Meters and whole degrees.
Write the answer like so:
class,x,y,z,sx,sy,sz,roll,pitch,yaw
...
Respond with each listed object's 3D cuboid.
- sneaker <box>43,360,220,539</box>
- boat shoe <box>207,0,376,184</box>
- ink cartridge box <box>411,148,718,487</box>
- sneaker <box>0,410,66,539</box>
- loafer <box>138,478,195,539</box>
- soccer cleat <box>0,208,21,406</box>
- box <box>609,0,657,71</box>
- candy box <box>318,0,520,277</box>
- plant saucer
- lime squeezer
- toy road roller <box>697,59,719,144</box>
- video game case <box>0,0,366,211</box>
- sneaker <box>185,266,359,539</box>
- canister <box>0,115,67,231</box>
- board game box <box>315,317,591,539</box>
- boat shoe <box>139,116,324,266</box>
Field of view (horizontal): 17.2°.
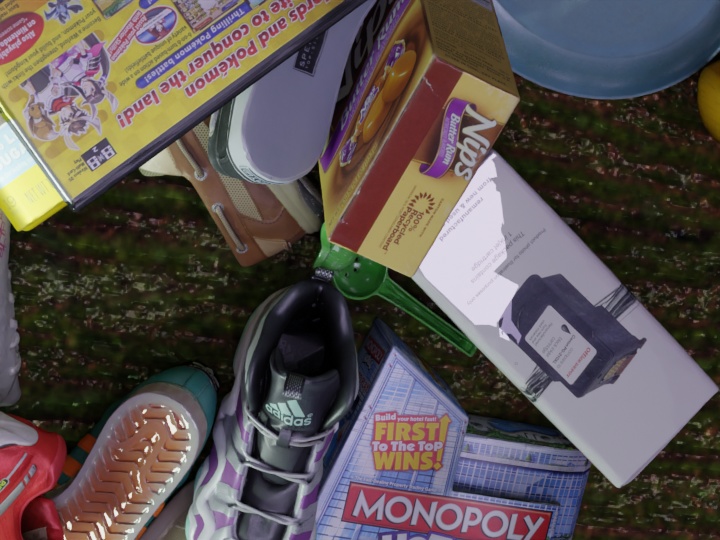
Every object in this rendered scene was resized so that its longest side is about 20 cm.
class,x,y,z,sx,sy,sz,roll,pitch,yaw
sneaker,-0.146,0.130,1.388,0.071,0.080,0.200,44,116,-1
boat shoe,-0.031,-0.142,1.285,0.073,0.068,0.200,18,85,-32
ink cartridge box,0.095,0.012,1.359,0.084,0.145,0.200,-44,109,3
sneaker,-0.211,0.157,1.333,0.084,0.077,0.200,14,135,-10
loafer,-0.124,0.212,1.403,0.076,0.068,0.200,31,98,-41
soccer cleat,-0.224,0.030,1.349,0.086,0.070,0.201,16,106,-26
box,0.220,-0.225,1.370,0.199,0.046,0.160,-24,108,-3
candy box,0.024,-0.097,1.276,0.056,0.200,0.117,24,113,-15
plant saucer,0.128,-0.193,1.322,0.199,0.027,0.201,13,123,21
lime squeezer,0.000,0.000,1.364,0.038,0.071,0.200,-43,147,1
toy road roller,0.265,-0.075,1.337,0.146,0.123,0.201,-26,134,-25
video game case,-0.117,-0.160,1.191,0.200,0.025,0.181,-37,99,-8
sneaker,-0.047,0.093,1.322,0.077,0.140,0.201,10,75,-8
canister,-0.183,-0.138,1.256,0.148,0.087,0.200,-32,97,27
board game box,0.041,0.138,1.428,0.199,0.062,0.201,9,104,-13
boat shoe,-0.100,-0.082,1.333,0.074,0.076,0.200,-38,108,5
